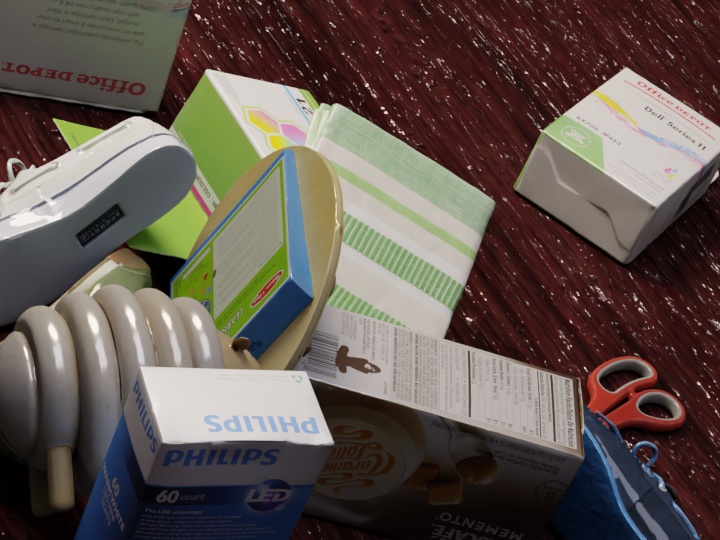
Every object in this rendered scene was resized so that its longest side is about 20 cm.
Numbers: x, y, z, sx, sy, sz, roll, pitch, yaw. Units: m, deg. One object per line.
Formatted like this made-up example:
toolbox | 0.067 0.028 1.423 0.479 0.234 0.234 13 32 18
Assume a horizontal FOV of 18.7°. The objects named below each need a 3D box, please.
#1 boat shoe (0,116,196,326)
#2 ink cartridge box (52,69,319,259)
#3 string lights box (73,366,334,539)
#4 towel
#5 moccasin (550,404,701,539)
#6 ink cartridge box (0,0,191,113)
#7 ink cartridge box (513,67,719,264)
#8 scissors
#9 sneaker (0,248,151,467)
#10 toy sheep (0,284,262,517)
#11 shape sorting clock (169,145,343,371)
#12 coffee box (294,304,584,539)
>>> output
boat shoe | -0.212 -0.041 1.458 0.202 0.075 0.086 -37 45 -11
ink cartridge box | -0.098 -0.073 1.562 0.199 0.076 0.148 10 36 -44
string lights box | -0.098 0.145 1.226 0.102 0.200 0.059 3 41 -26
towel | 0.000 0.000 1.505 0.152 0.023 0.201 31 63 -19
moccasin | 0.180 0.169 1.471 0.068 0.080 0.201 -11 63 -44
ink cartridge box | -0.200 -0.229 1.630 0.147 0.201 0.086 9 38 -20
ink cartridge box | 0.229 -0.097 1.816 0.117 0.067 0.200 35 38 14
scissors | 0.160 0.110 1.573 0.200 0.014 0.073 -20 57 -42
sneaker | -0.176 0.065 1.402 0.090 0.067 0.200 39 38 6
toy sheep | -0.148 0.074 1.281 0.199 0.138 0.138 -2 44 -25
shape sorting clock | -0.070 0.014 1.402 0.039 0.200 0.200 27 33 -26
coffee box | 0.032 0.108 1.419 0.199 0.115 0.080 17 37 -11
